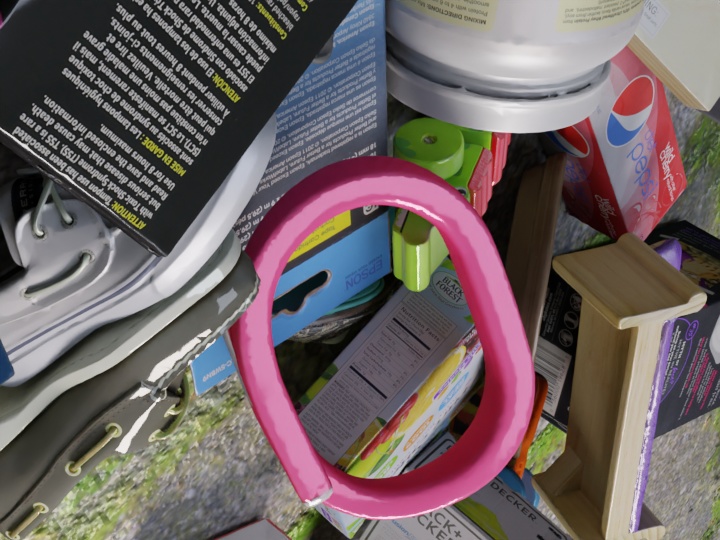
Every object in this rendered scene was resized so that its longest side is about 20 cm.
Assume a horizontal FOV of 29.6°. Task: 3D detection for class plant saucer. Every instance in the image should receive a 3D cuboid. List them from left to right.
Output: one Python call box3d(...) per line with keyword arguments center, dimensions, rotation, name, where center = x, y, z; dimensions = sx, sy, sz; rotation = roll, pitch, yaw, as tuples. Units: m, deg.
box3d(center=(0.107, 0.021, 0.892), dimensions=(0.200, 0.029, 0.202), rotation=(9, 90, -82), name="plant saucer")

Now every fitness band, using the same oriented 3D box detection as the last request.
box3d(center=(0.012, 0.040, 0.682), dimensions=(0.143, 0.037, 0.201), rotation=(-26, 118, -8), name="fitness band")

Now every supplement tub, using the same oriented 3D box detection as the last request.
box3d(center=(0.077, -0.185, 0.666), dimensions=(0.144, 0.145, 0.201), rotation=(-24, 134, -38), name="supplement tub")

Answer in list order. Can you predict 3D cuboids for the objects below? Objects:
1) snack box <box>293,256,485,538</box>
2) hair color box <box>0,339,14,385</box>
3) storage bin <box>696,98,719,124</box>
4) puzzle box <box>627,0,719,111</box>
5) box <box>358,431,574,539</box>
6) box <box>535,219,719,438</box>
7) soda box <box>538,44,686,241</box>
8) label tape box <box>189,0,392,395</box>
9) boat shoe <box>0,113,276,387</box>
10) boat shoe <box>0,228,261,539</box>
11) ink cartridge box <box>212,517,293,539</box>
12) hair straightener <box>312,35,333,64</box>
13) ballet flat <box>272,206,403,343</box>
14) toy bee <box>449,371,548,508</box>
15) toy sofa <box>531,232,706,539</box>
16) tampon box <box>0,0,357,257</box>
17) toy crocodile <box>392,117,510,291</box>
box3d(center=(0.018, 0.083, 0.836), dimensions=(0.142, 0.053, 0.200), rotation=(-46, 166, -12), name="snack box")
box3d(center=(-0.201, -0.034, 0.486), dimensions=(0.060, 0.100, 0.201), rotation=(-38, 142, -27), name="hair color box")
box3d(center=(0.326, -0.185, 0.992), dimensions=(0.134, 0.146, 0.201), rotation=(-19, 132, -28), name="storage bin")
box3d(center=(0.177, -0.207, 0.798), dimensions=(0.200, 0.025, 0.133), rotation=(39, 86, -27), name="puzzle box")
box3d(center=(0.043, 0.222, 0.930), dimensions=(0.060, 0.116, 0.201), rotation=(-30, 156, -54), name="box")
box3d(center=(0.226, 0.050, 1.070), dimensions=(0.199, 0.106, 0.123), rotation=(-14, 127, -44), name="box")
box3d(center=(0.163, -0.099, 0.913), dimensions=(0.070, 0.063, 0.200), rotation=(-49, 144, -11), name="soda box")
box3d(center=(-0.056, -0.058, 0.676), dimensions=(0.144, 0.063, 0.201), rotation=(-31, 138, -31), name="label tape box")
box3d(center=(-0.120, -0.015, 0.567), dimensions=(0.067, 0.074, 0.200), rotation=(28, 124, -37), name="boat shoe")
box3d(center=(-0.116, 0.055, 0.626), dimensions=(0.201, 0.072, 0.060), rotation=(-37, 111, 21), name="boat shoe")
box3d(center=(-0.099, 0.274, 0.887), dimensions=(0.116, 0.067, 0.201), rotation=(-16, 129, -43), name="ink cartridge box")
box3d(center=(-0.006, -0.179, 0.582), dimensions=(0.041, 0.077, 0.201), rotation=(35, 61, -46), name="hair straightener")
box3d(center=(0.000, 0.000, 0.799), dimensions=(0.200, 0.068, 0.076), rotation=(-34, 154, -34), name="ballet flat")
box3d(center=(0.072, 0.165, 0.994), dimensions=(0.131, 0.108, 0.201), rotation=(62, 37, -58), name="toy bee")
box3d(center=(0.181, 0.082, 0.908), dimensions=(0.097, 0.083, 0.201), rotation=(-11, 123, -20), name="toy sofa")
box3d(center=(-0.087, -0.140, 0.496), dimensions=(0.200, 0.150, 0.126), rotation=(-53, 145, -5), name="tampon box")
box3d(center=(0.058, -0.068, 0.766), dimensions=(0.201, 0.061, 0.068), rotation=(-66, 162, -45), name="toy crocodile")
